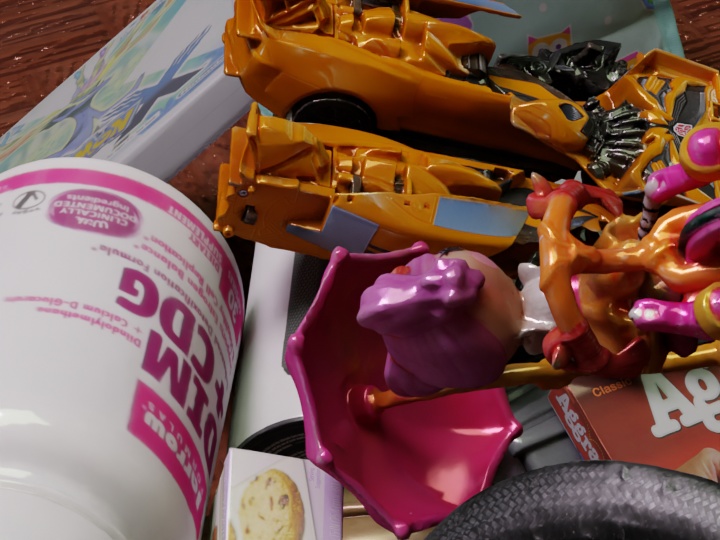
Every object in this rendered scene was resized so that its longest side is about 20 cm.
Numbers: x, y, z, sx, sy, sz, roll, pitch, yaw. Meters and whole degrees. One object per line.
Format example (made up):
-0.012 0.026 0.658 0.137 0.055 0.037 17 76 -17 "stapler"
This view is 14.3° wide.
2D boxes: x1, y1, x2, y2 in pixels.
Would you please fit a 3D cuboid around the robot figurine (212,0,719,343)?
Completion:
0.050 -0.041 0.997 0.199 0.058 0.145 10 49 -12 "robot figurine"

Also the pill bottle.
-0.103 0.061 0.926 0.113 0.114 0.200 -3 35 8 "pill bottle"

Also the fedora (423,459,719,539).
0.097 0.148 0.839 0.200 0.202 0.091 11 6 28 "fedora"

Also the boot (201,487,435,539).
-0.044 0.160 0.914 0.174 0.066 0.200 -7 33 16 "boot"

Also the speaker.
0.000 0.000 1.040 0.081 0.081 0.201 -2 48 10 "speaker"

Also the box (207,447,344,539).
-0.028 0.147 0.856 0.041 0.039 0.201 8 52 -8 "box"

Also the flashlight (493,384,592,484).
0.131 0.045 1.046 0.199 0.068 0.068 -25 15 -25 "flashlight"

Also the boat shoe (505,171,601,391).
0.102 -0.001 1.096 0.199 0.064 0.071 -16 43 11 "boat shoe"

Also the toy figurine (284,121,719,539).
0.067 0.020 0.861 0.183 0.200 0.151 -10 68 5 "toy figurine"

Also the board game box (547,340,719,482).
0.174 0.052 1.004 0.199 0.019 0.103 -18 63 -25 "board game box"

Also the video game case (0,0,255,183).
-0.099 -0.057 1.136 0.200 0.022 0.182 -41 18 9 "video game case"

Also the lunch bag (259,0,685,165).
0.028 -0.122 1.281 0.170 0.122 0.200 -20 26 -13 "lunch bag"
